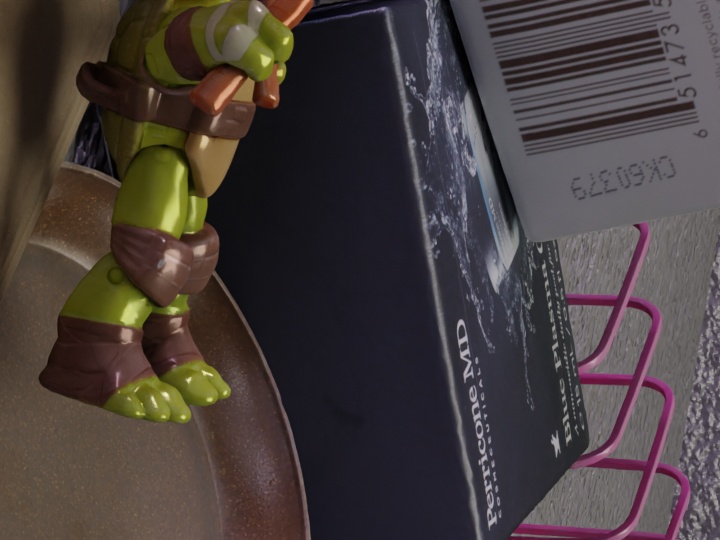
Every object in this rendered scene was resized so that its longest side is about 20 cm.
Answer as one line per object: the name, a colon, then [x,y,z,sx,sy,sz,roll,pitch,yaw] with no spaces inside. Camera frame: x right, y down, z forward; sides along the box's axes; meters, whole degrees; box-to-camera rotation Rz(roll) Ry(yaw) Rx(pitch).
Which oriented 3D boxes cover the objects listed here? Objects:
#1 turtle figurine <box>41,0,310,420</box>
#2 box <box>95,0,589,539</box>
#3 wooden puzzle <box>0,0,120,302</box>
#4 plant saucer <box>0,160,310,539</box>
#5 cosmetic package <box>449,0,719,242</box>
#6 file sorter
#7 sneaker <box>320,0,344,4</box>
turtle figurine: [-0.052,-0.041,0.796,0.200,0.064,0.163,-107,-150,-84]
box: [0.000,0.000,1.025,0.200,0.117,0.198,-30,110,-71]
wooden puzzle: [-0.111,-0.089,0.776,0.201,0.037,0.186,-79,170,-45]
plant saucer: [-0.085,0.065,0.855,0.200,0.032,0.201,36,44,-44]
cosmetic package: [0.130,-0.139,1.037,0.200,0.164,0.166,-70,145,-57]
file sorter: [0.076,0.087,1.254,0.139,0.124,0.201,-60,146,-51]
sneaker: [0.034,-0.161,1.251,0.082,0.076,0.202,68,35,-77]
